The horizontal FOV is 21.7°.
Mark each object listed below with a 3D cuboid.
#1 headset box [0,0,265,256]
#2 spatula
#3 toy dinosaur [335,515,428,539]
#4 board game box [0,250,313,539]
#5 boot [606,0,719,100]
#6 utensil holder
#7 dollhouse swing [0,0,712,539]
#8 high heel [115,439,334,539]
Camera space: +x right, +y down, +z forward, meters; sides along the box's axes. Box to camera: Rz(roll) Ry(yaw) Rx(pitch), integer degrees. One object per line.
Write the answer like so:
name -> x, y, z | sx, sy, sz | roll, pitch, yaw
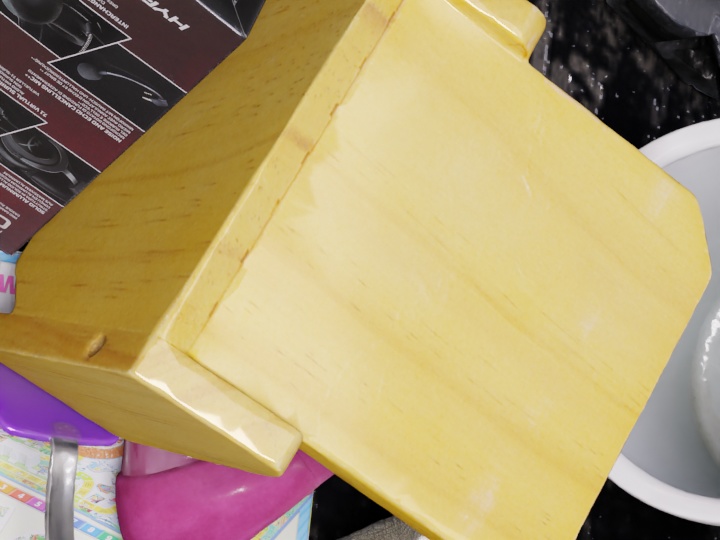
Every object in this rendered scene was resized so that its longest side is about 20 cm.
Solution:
headset box -> -0.101, -0.109, 0.725 | 0.077, 0.200, 0.149 | 37, 49, -18
spatula -> -0.111, 0.102, 0.708 | 0.056, 0.021, 0.200 | 10, 49, -33
toy dinosaur -> 0.051, 0.084, 0.843 | 0.102, 0.077, 0.200 | 44, 56, -14
board game box -> -0.113, 0.066, 0.801 | 0.199, 0.034, 0.135 | 11, 82, -26
boot -> 0.236, -0.172, 0.978 | 0.165, 0.066, 0.200 | 32, 69, -13
utensil holder -> 0.194, 0.035, 0.845 | 0.200, 0.169, 0.171 | 22, 73, -62
dollhouse swing -> 0.000, 0.000, 0.738 | 0.176, 0.182, 0.200 | 41, 70, -30
high heel -> -0.001, 0.078, 0.776 | 0.199, 0.067, 0.096 | -4, 99, 2
